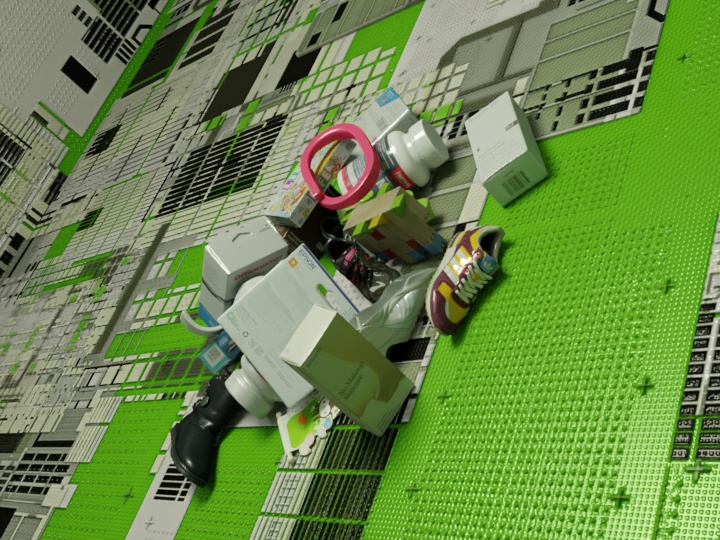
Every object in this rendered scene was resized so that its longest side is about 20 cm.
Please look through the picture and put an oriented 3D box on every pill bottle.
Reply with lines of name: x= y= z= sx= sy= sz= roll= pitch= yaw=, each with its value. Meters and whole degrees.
pill bottle: x=-0.140 y=0.158 z=1.707 sx=0.200 sy=0.114 sz=0.114 roll=-48 pitch=31 yaw=1
pill bottle: x=0.064 y=-0.193 z=1.831 sx=0.199 sy=0.119 sz=0.121 roll=-35 pitch=33 yaw=22

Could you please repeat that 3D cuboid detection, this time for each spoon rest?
spoon rest: x=-0.226 y=0.067 z=1.742 sx=0.198 sy=0.061 sz=0.100 roll=-24 pitch=-13 yaw=-25

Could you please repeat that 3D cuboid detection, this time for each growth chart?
growth chart: x=-0.070 y=0.225 z=1.639 sx=0.200 sy=0.018 sz=0.145 roll=-47 pitch=32 yaw=4

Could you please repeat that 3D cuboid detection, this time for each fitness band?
fitness band: x=-0.038 y=-0.194 z=1.784 sx=0.142 sy=0.038 sz=0.201 roll=-34 pitch=44 yaw=7

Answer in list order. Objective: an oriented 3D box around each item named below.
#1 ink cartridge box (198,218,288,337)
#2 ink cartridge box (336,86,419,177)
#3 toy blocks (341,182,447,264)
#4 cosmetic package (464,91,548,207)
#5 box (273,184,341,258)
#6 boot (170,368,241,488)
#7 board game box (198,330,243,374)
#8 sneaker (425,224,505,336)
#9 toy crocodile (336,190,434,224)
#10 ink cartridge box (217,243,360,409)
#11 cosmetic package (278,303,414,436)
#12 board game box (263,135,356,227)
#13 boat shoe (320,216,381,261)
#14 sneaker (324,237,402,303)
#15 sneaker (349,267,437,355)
ink cartridge box: x=-0.227 y=0.019 z=1.846 sx=0.144 sy=0.202 sz=0.084 roll=-27 pitch=60 yaw=-32
ink cartridge box: x=0.032 y=-0.261 z=1.980 sx=0.199 sy=0.085 sz=0.145 roll=-42 pitch=31 yaw=9
toy blocks: x=0.067 y=-0.068 z=1.685 sx=0.199 sy=0.136 sz=0.101 roll=-19 pitch=40 yaw=55
cosmetic package: x=0.250 y=-0.213 z=1.667 sx=0.101 sy=0.074 sz=0.202 roll=-34 pitch=35 yaw=20
box: x=-0.114 y=-0.083 z=1.955 sx=0.074 sy=0.100 sz=0.202 roll=8 pitch=62 yaw=54
boot: x=-0.274 y=0.283 z=1.772 sx=0.169 sy=0.076 sz=0.200 roll=-50 pitch=25 yaw=5
board game box: x=-0.202 y=0.112 z=1.794 sx=0.151 sy=0.047 sz=0.200 roll=-43 pitch=-6 yaw=12
sneaker: x=0.169 y=0.010 z=1.520 sx=0.089 sy=0.075 sz=0.203 roll=-17 pitch=43 yaw=48
toy crocodile: x=0.044 y=-0.104 z=1.764 sx=0.196 sy=0.068 sz=0.062 roll=2 pitch=35 yaw=25
ink cartridge box: x=-0.108 y=0.094 z=1.628 sx=0.199 sy=0.200 sz=0.041 roll=-40 pitch=-1 yaw=1
cosmetic package: x=-0.019 y=0.154 z=1.474 sx=0.071 sy=0.200 sz=0.106 roll=14 pitch=66 yaw=55
board game box: x=-0.101 y=-0.179 z=1.898 sx=0.202 sy=0.034 sz=0.134 roll=-57 pitch=25 yaw=-12
boat shoe: x=-0.017 y=-0.058 z=1.839 sx=0.073 sy=0.062 sz=0.199 roll=-50 pitch=31 yaw=-7
sneaker: x=0.000 y=0.000 z=1.714 sx=0.199 sy=0.083 sz=0.078 roll=31 pitch=90 yaw=44
sneaker: x=0.064 y=0.070 z=1.598 sx=0.200 sy=0.081 sz=0.070 roll=-40 pitch=19 yaw=-24
